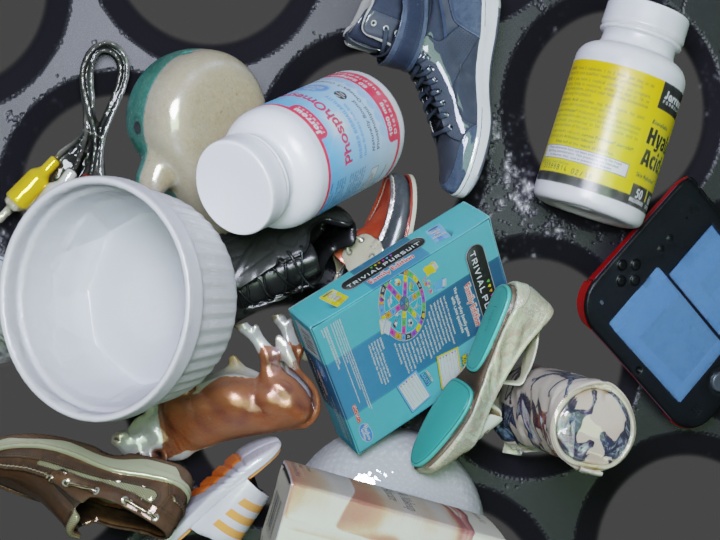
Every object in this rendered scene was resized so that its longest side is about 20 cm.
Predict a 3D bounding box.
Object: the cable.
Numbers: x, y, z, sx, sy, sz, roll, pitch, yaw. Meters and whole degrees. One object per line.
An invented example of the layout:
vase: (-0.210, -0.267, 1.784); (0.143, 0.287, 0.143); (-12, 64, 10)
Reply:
cable: (-0.251, -0.109, 1.279); (0.096, 0.050, 0.202); (28, 89, -12)

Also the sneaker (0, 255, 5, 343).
sneaker: (-0.308, 0.038, 1.265); (0.198, 0.071, 0.074); (26, 89, -9)

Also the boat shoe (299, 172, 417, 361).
boat shoe: (0.000, 0.000, 1.312); (0.062, 0.071, 0.203); (17, 96, -13)

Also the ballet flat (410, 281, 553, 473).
ballet flat: (0.117, 0.108, 1.276); (0.062, 0.067, 0.202); (26, 97, -21)

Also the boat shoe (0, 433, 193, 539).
boat shoe: (-0.256, 0.201, 1.253); (0.199, 0.075, 0.076); (6, 52, 9)

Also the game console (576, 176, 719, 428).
game console: (0.320, 0.036, 1.361); (0.177, 0.031, 0.200); (-45, 110, -4)

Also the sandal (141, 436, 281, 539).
sandal: (-0.141, 0.237, 1.301); (0.206, 0.079, 0.059); (-42, 99, 4)

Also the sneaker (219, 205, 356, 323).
sneaker: (-0.085, -0.004, 1.255); (0.200, 0.090, 0.076); (-44, 136, -24)

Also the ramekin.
ramekin: (-0.198, 0.023, 1.177); (0.198, 0.105, 0.203); (0, 89, 26)

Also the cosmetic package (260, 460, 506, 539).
cosmetic package: (0.017, 0.241, 1.224); (0.197, 0.103, 0.088); (17, 90, -10)

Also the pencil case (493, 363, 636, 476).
pencil case: (0.182, 0.137, 1.276); (0.077, 0.200, 0.091); (2, 90, -12)

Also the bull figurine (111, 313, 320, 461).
bull figurine: (-0.138, 0.115, 1.291); (0.197, 0.065, 0.123); (-11, 91, 1)

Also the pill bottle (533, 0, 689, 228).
pill bottle: (0.244, -0.150, 1.319); (0.110, 0.111, 0.203); (17, 90, -9)

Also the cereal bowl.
cereal bowl: (0.027, 0.252, 1.319); (0.197, 0.083, 0.203); (0, 92, -9)

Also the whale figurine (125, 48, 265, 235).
whale figurine: (-0.152, -0.104, 1.278); (0.158, 0.103, 0.203); (-29, 122, -40)

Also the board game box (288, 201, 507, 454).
board game box: (0.047, 0.052, 1.283); (0.199, 0.047, 0.152); (-31, 124, -18)

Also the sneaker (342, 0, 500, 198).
sneaker: (0.051, -0.175, 1.300); (0.144, 0.077, 0.206); (7, 82, -20)

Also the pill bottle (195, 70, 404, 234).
pill bottle: (-0.053, -0.102, 1.228); (0.108, 0.199, 0.110); (14, 118, 29)
